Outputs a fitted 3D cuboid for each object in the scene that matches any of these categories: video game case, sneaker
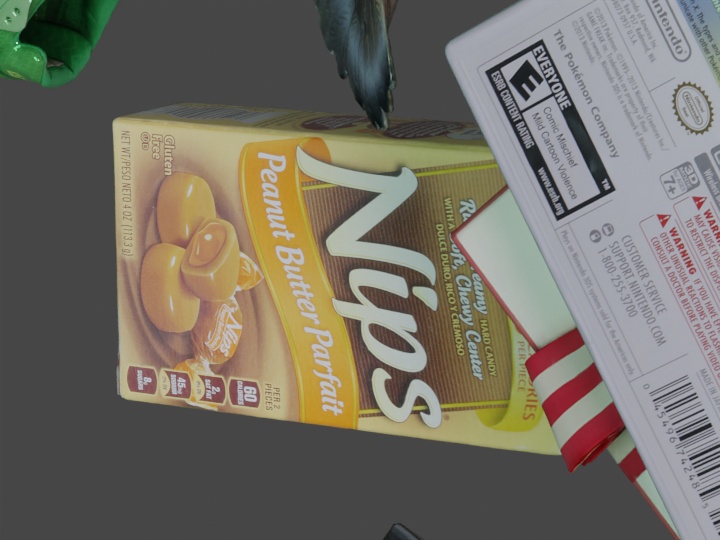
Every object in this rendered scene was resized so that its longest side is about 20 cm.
[{"bbox_3d":[0.140,-0.018,0.874,0.182,0.022,0.201,-28,86,31],"label":"video game case"},{"bbox_3d":[-0.155,-0.107,1.206,0.199,0.074,0.084,-23,86,31],"label":"sneaker"}]

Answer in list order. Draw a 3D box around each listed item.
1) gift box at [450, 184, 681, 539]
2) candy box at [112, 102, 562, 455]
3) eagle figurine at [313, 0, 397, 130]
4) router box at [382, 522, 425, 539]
[{"bbox_3d":[0.170,-0.001,0.982,0.200,0.186,0.185,49,120,12],"label":"gift box"},{"bbox_3d":[0.000,0.000,1.154,0.199,0.055,0.116,6,104,28],"label":"candy box"},{"bbox_3d":[0.010,-0.170,1.085,0.200,0.151,0.152,51,166,-22],"label":"eagle figurine"},{"bbox_3d":[0.024,0.196,1.091,0.150,0.051,0.200,-54,27,-1],"label":"router box"}]
